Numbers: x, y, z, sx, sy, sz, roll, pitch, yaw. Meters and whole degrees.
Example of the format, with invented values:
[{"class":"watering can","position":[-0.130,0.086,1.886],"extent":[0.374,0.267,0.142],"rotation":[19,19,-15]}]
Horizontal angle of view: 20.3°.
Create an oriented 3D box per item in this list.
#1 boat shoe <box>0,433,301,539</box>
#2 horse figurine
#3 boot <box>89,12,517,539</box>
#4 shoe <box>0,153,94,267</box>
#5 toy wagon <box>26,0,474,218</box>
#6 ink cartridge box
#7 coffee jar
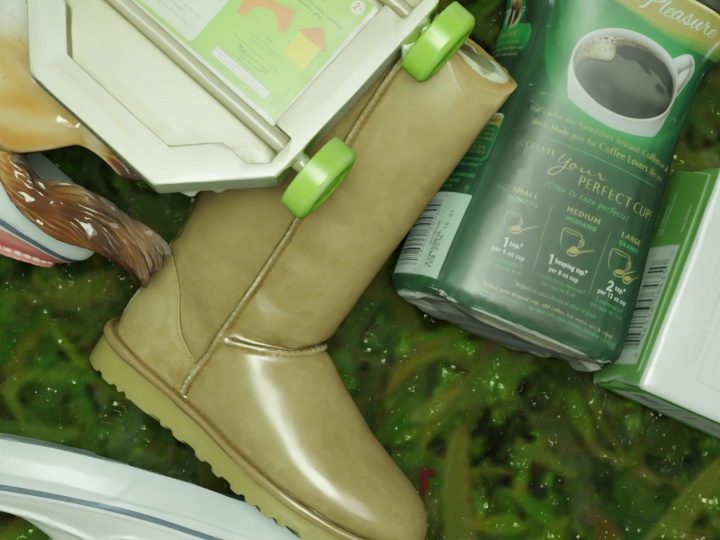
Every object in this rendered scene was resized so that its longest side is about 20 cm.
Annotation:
[{"class":"boat shoe","position":[-0.087,0.118,0.839],"extent":[0.199,0.074,0.067],"rotation":[17,84,-14]},{"class":"horse figurine","position":[-0.106,-0.097,0.794],"extent":[0.132,0.050,0.201],"rotation":[6,86,6]},{"class":"boot","position":[0.000,0.000,0.814],"extent":[0.175,0.066,0.200],"rotation":[35,105,5]},{"class":"shoe","position":[-0.208,-0.035,0.820],"extent":[0.200,0.072,0.091],"rotation":[30,103,-23]},{"class":"toy wagon","position":[-0.031,-0.123,0.755],"extent":[0.155,0.040,0.200],"rotation":[42,84,3]},{"class":"ink cartridge box","position":[0.219,0.041,0.920],"extent":[0.199,0.059,0.104],"rotation":[23,83,-13]},{"class":"coffee jar","position":[0.094,-0.065,0.884],"extent":[0.104,0.085,0.201],"rotation":[23,84,-17]}]
